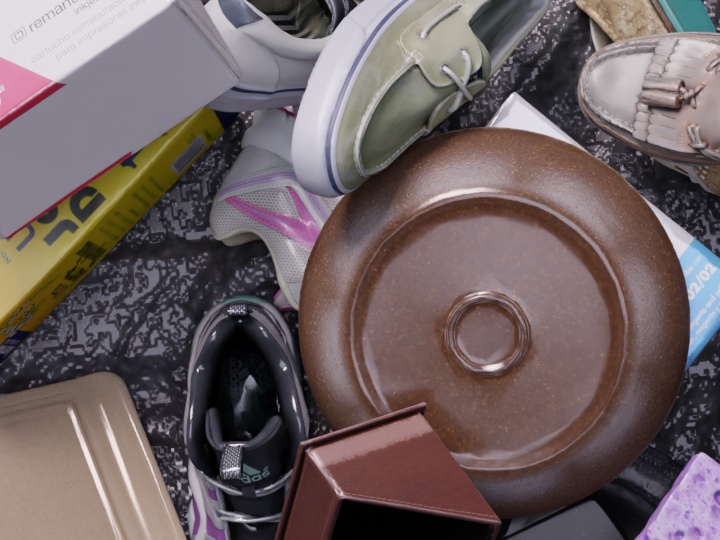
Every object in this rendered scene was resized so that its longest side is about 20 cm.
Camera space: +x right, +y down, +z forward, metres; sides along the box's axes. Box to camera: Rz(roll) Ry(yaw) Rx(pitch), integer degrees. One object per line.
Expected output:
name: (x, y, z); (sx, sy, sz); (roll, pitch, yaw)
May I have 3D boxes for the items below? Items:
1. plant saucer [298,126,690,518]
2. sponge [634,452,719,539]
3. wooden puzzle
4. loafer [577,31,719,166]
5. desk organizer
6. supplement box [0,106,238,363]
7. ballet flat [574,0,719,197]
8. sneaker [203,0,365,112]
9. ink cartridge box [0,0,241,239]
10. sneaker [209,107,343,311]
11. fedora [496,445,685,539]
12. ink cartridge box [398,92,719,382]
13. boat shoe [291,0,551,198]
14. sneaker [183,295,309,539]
plant saucer: (0.065, 0.030, 1.004); (0.200, 0.037, 0.201); (1, 98, 7)
sponge: (0.158, 0.203, 1.008); (0.111, 0.030, 0.200); (35, 86, 5)
wooden puzzle: (-0.191, 0.158, 1.054); (0.200, 0.037, 0.185); (-14, 69, -28)
loafer: (0.207, -0.082, 1.029); (0.199, 0.063, 0.072); (15, 92, 13)
desk organizer: (0.001, 0.167, 1.003); (0.072, 0.200, 0.077); (-16, 51, -29)
supplement box: (-0.173, -0.057, 1.077); (0.109, 0.110, 0.200); (43, 88, 2)
ballet flat: (0.179, -0.099, 1.108); (0.065, 0.070, 0.200); (-36, 78, 40)
sneaker: (-0.007, -0.126, 1.048); (0.071, 0.200, 0.073); (-43, 73, 41)
ink cartridge box: (-0.170, -0.141, 0.980); (0.145, 0.084, 0.200); (-33, 59, 5)
sneaker: (0.000, 0.000, 1.095); (0.200, 0.081, 0.088); (38, 89, 10)
fedora: (0.119, 0.183, 1.074); (0.200, 0.092, 0.201); (0, 84, 2)
ink cartridge box: (0.103, -0.028, 1.073); (0.200, 0.115, 0.068); (39, 88, 2)
boat shoe: (0.034, -0.109, 1.003); (0.062, 0.072, 0.200); (15, 51, 27)
sneaker: (-0.060, 0.113, 1.051); (0.077, 0.140, 0.201); (-9, 89, -2)
